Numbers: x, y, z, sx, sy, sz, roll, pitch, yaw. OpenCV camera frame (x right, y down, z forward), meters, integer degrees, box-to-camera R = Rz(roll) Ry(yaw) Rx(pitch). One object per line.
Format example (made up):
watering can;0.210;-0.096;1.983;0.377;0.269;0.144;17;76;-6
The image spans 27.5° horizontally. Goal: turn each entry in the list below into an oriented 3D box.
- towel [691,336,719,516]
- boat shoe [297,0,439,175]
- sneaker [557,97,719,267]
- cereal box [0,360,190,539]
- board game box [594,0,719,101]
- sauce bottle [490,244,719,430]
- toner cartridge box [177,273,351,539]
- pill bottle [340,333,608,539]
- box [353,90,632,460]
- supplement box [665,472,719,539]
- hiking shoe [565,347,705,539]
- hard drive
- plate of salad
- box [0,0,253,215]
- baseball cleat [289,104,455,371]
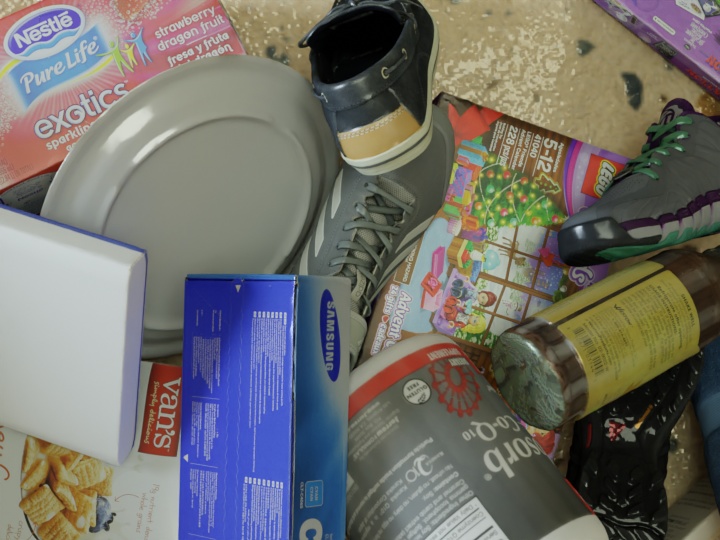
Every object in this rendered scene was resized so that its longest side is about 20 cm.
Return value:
towel;0.254;0.088;0.866;0.111;0.201;0.049;-20;130;17
boat shoe;0.005;-0.130;0.855;0.074;0.201;0.062;-23;121;14
sneaker;0.178;-0.057;0.897;0.199;0.074;0.088;-13;86;-46
cereal box;-0.185;0.116;0.848;0.198;0.040;0.145;6;83;10
board game box;0.226;-0.197;0.969;0.200;0.032;0.120;38;78;-3
sauce bottle;0.168;0.027;0.848;0.199;0.065;0.065;-23;88;-27
toner cartridge box;-0.053;0.103;0.789;0.043;0.095;0.202;2;89;-46
pill bottle;0.063;0.143;0.800;0.116;0.116;0.200;-35;67;-10
box;0.081;0.005;0.923;0.136;0.039;0.202;18;83;-7
supplement box;0.257;0.183;0.914;0.200;0.074;0.126;-39;91;-10
hiking shoe;0.156;0.099;0.905;0.075;0.101;0.201;19;61;2
hard drive;-0.213;0.020;0.797;0.198;0.025;0.133;17;124;11
plate of salad;-0.100;-0.037;0.850;0.200;0.201;0.048;-40;50;-10
box;-0.167;-0.098;0.861;0.199;0.100;0.096;-26;80;-9
baseball cleat;0.000;0.000;0.850;0.069;0.107;0.201;26;104;-20
